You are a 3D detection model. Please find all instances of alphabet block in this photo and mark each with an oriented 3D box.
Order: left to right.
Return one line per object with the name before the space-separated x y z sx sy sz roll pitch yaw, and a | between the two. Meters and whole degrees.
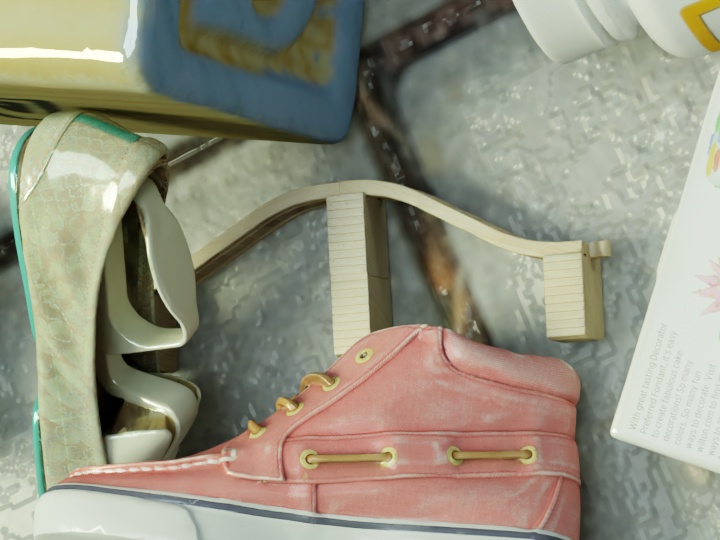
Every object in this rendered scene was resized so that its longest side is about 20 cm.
alphabet block | -0.118 -0.153 0.982 0.199 0.196 0.197 6 87 22

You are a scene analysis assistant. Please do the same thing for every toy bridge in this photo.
toy bridge | 0.000 0.000 1.014 0.199 0.027 0.068 -6 83 21

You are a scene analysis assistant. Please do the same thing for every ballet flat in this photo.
ballet flat | -0.090 0.035 0.984 0.062 0.068 0.201 10 127 19

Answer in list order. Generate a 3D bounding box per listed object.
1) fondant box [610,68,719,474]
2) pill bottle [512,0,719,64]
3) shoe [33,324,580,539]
fondant box | 0.203 0.019 0.918 0.199 0.058 0.145 18 93 21
pill bottle | 0.146 -0.144 0.924 0.199 0.109 0.110 -21 79 18
shoe | -0.017 0.069 0.971 0.199 0.072 0.092 4 71 2
